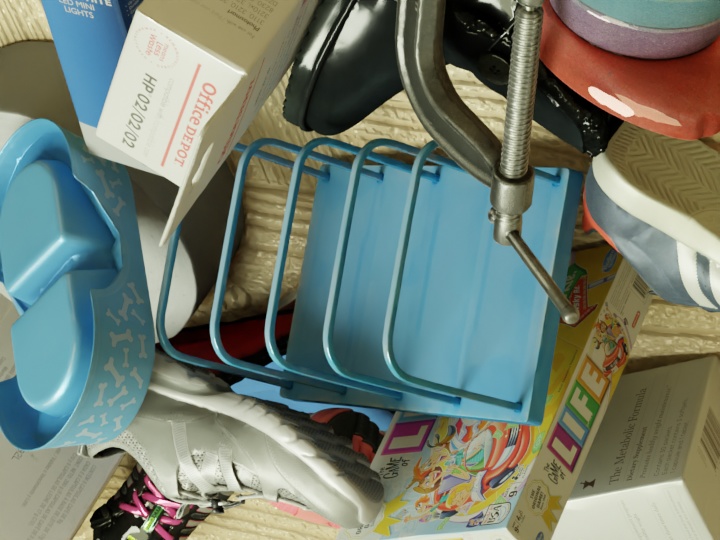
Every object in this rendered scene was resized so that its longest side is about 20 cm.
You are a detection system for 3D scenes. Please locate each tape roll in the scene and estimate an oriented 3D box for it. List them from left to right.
[{"bbox_3d":[-0.174,-0.045,1.717,0.199,0.066,0.201,21,142,17],"label":"tape roll"}]

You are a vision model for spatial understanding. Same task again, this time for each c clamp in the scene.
[{"bbox_3d":[0.067,-0.101,1.335,0.171,0.027,0.201,47,148,44],"label":"c clamp"}]

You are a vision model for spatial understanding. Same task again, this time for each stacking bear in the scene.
[{"bbox_3d":[0.147,-0.182,1.277,0.113,0.122,0.201,19,134,9],"label":"stacking bear"}]

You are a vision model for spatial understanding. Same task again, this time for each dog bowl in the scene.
[{"bbox_3d":[-0.166,0.010,1.573,0.049,0.201,0.111,11,143,-36],"label":"dog bowl"}]

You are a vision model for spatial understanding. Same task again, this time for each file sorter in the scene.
[{"bbox_3d":[0.000,0.000,1.513,0.122,0.140,0.199,16,171,-43],"label":"file sorter"}]

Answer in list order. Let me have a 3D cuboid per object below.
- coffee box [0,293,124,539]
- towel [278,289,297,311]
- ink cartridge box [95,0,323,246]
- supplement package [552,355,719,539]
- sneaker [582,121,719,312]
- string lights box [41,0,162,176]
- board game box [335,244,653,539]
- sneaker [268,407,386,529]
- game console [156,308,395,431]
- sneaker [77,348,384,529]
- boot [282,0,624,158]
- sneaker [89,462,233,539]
[{"bbox_3d":[-0.273,0.119,1.874,0.199,0.200,0.198,33,146,-2],"label":"coffee box"},{"bbox_3d":[0.051,0.066,1.716,0.200,0.023,0.144,42,146,-10],"label":"towel"},{"bbox_3d":[-0.072,-0.123,1.427,0.068,0.200,0.115,30,145,3],"label":"ink cartridge box"},{"bbox_3d":[0.130,0.143,1.624,0.199,0.114,0.110,-14,122,28],"label":"supplement package"},{"bbox_3d":[0.204,0.000,1.478,0.200,0.075,0.085,37,146,9],"label":"sneaker"},{"bbox_3d":[-0.121,-0.162,1.503,0.059,0.103,0.201,16,141,27],"label":"string lights box"},{"bbox_3d":[0.078,0.079,1.551,0.134,0.201,0.034,-12,132,45],"label":"board game box"},{"bbox_3d":[-0.012,0.122,1.682,0.086,0.074,0.200,2,163,28],"label":"sneaker"},{"bbox_3d":[-0.078,0.095,1.740,0.200,0.172,0.119,-12,105,55],"label":"game console"},{"bbox_3d":[-0.073,0.108,1.562,0.199,0.082,0.075,24,-178,31],"label":"sneaker"},{"bbox_3d":[0.057,-0.105,1.456,0.168,0.077,0.200,32,141,5],"label":"boot"},{"bbox_3d":[-0.139,0.165,1.921,0.074,0.088,0.200,35,145,-4],"label":"sneaker"}]
